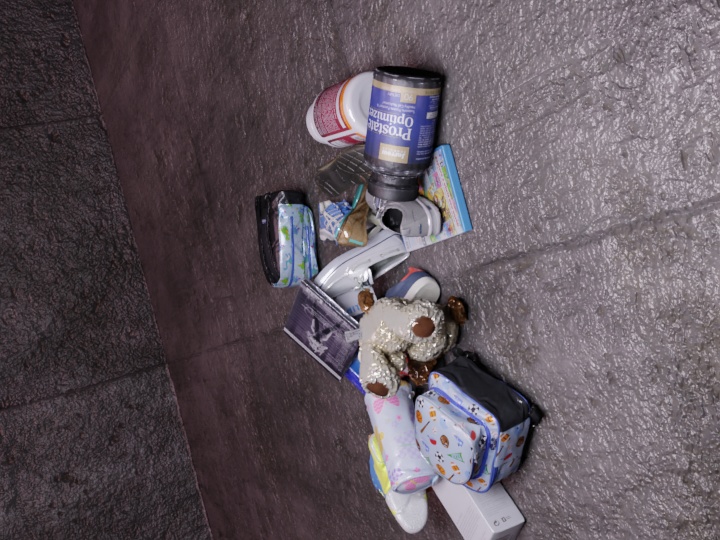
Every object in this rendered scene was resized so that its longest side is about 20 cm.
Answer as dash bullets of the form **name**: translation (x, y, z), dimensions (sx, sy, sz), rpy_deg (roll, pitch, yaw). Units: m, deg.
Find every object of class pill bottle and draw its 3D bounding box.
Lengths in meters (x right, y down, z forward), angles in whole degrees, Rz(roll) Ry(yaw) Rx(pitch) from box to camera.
- **pill bottle**: translation (-0.019, -0.281, 1.554), dimensions (0.199, 0.112, 0.114), rpy_deg (1, 103, 62)
- **pill bottle**: translation (0.064, -0.219, 1.399), dimensions (0.112, 0.111, 0.202), rpy_deg (35, 125, 52)

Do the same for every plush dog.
- **plush dog**: translation (0.087, 0.105, 1.462), dimensions (0.201, 0.171, 0.161), rpy_deg (-57, 40, 26)

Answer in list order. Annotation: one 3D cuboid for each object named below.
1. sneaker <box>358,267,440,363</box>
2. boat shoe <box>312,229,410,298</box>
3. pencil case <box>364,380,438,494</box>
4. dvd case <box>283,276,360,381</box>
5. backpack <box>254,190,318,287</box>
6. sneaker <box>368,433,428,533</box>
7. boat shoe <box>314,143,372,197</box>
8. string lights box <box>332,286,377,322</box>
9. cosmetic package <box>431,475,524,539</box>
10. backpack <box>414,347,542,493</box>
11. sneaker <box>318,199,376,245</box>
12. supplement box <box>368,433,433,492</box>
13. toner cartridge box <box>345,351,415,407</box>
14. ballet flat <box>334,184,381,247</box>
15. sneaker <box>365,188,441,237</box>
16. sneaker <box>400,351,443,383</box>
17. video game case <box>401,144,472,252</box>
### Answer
- **sneaker**: translation (0.059, 0.081, 1.558), dimensions (0.200, 0.075, 0.085), rpy_deg (-50, 38, 10)
- **boat shoe**: translation (0.000, 0.000, 1.572), dimensions (0.067, 0.199, 0.074), rpy_deg (49, 174, 27)
- **pencil case**: translation (0.072, 0.292, 1.542), dimensions (0.083, 0.090, 0.201), rpy_deg (109, 150, -52)
- **dvd case**: translation (-0.068, 0.111, 1.597), dimensions (0.148, 0.016, 0.201), rpy_deg (40, 147, 10)
- **backpack**: translation (-0.165, -0.063, 1.931), dimensions (0.163, 0.152, 0.202), rpy_deg (-11, 72, 61)
- **sneaker**: translation (0.069, 0.402, 1.630), dimensions (0.105, 0.075, 0.201), rpy_deg (99, 155, -57)
- **boat shoe**: translation (-0.008, -0.199, 1.603), dimensions (0.199, 0.074, 0.076), rpy_deg (-15, 118, 50)
- **string lights box**: translation (-0.025, 0.091, 1.694), dimensions (0.200, 0.102, 0.059), rpy_deg (101, 148, -71)
- **cosmetic package**: translation (0.192, 0.387, 1.516), dimensions (0.201, 0.073, 0.102), rpy_deg (58, 148, 35)
- **backpack**: translation (0.179, 0.261, 1.407), dimensions (0.200, 0.153, 0.192), rpy_deg (40, 147, 45)
- **sneaker**: translation (-0.035, -0.097, 1.713), dimensions (0.199, 0.075, 0.078), rpy_deg (8, 114, 60)
- **supplement box**: translation (0.091, 0.368, 1.706), dimensions (0.199, 0.066, 0.070), rpy_deg (9, 110, 61)
- **toner cartridge box**: translation (0.021, 0.214, 1.678), dimensions (0.200, 0.043, 0.095), rpy_deg (44, 163, 6)
- **ballet flat**: translation (0.010, -0.101, 1.589), dimensions (0.201, 0.072, 0.068), rpy_deg (-68, 2, -56)
- **sneaker**: translation (0.054, -0.109, 1.487), dimensions (0.200, 0.081, 0.076), rpy_deg (33, 131, 55)
- **sneaker**: translation (0.090, 0.170, 1.616), dimensions (0.202, 0.067, 0.109), rpy_deg (49, 145, 46)
- **video game case**: translation (0.113, -0.118, 1.483), dimensions (0.200, 0.018, 0.145), rpy_deg (-19, 85, 63)
